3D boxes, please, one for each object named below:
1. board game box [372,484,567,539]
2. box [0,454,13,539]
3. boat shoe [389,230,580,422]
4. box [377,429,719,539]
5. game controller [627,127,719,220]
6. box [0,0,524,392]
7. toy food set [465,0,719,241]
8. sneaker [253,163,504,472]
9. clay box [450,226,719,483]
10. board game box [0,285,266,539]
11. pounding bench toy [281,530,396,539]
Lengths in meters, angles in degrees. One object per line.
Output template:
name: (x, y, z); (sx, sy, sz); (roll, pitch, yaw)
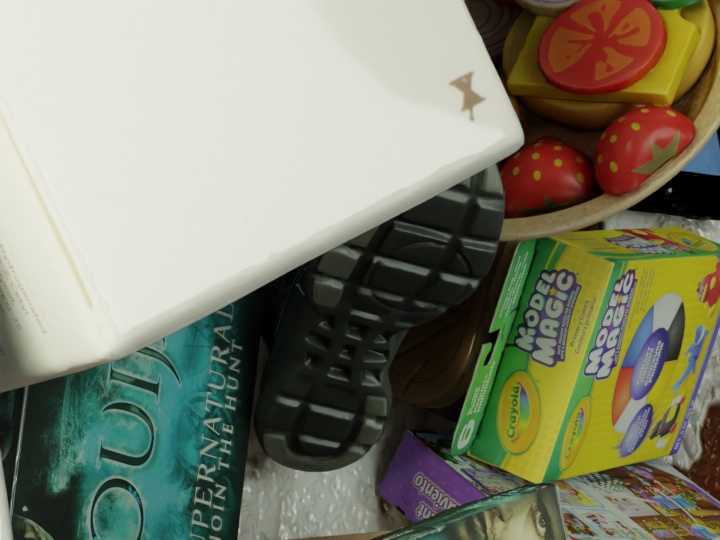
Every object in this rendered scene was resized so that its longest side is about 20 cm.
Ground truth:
board game box: (0.052, 0.201, 1.209); (0.135, 0.028, 0.200); (-16, 95, -46)
box: (-0.242, 0.055, 1.007); (0.200, 0.131, 0.199); (-7, 89, -31)
boat shoe: (0.072, -0.020, 1.427); (0.072, 0.072, 0.200); (33, 73, -52)
box: (0.123, 0.133, 1.418); (0.200, 0.137, 0.039); (9, 111, -46)
game controller: (0.150, -0.082, 1.552); (0.200, 0.042, 0.104); (5, 80, -47)
box: (-0.089, -0.082, 1.102); (0.199, 0.171, 0.200); (-27, 96, -29)
toy food set: (0.083, -0.096, 1.373); (0.198, 0.200, 0.049); (-65, 145, -31)
sneaker: (0.000, 0.000, 1.282); (0.075, 0.200, 0.079); (16, 41, -19)
clay box: (0.117, 0.040, 1.425); (0.200, 0.048, 0.115); (-6, 115, -62)
board game box: (-0.103, 0.063, 1.262); (0.135, 0.028, 0.200); (21, 68, -44)
pounding bench toy: (0.028, 0.237, 1.302); (0.200, 0.124, 0.156); (45, 53, -33)
